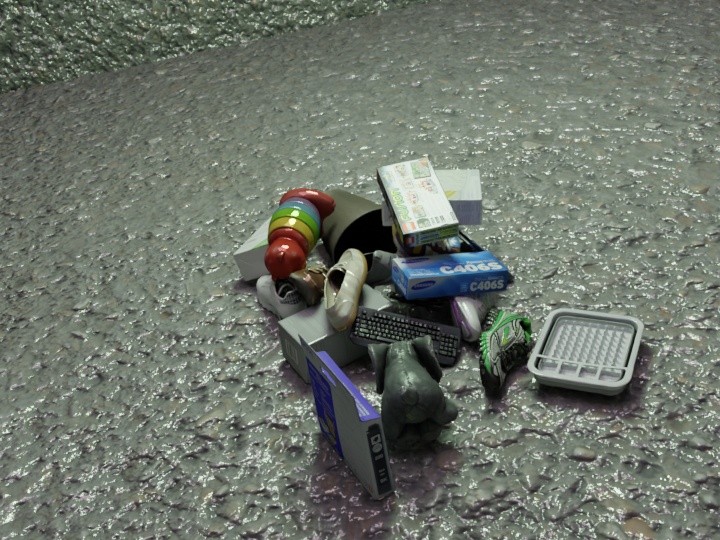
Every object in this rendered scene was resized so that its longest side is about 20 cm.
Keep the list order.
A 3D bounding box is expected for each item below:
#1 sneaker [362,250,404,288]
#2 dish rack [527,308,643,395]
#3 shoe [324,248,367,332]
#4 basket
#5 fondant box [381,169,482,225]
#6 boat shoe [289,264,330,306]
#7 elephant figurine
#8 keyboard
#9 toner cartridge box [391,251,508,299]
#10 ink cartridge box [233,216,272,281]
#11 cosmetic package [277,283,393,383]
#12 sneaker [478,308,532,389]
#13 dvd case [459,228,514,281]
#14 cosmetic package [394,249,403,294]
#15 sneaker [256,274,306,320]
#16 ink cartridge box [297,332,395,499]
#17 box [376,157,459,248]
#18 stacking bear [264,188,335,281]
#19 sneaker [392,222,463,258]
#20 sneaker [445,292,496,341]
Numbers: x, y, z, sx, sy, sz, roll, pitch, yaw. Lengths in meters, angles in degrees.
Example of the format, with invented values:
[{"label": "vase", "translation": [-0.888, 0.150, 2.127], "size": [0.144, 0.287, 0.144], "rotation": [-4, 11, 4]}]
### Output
[{"label": "sneaker", "translation": [0.000, 0.000, 1.766], "size": [0.198, 0.081, 0.076], "rotation": [-28, 44, 44]}, {"label": "dish rack", "translation": [0.384, 0.142, 1.542], "size": [0.168, 0.044, 0.201], "rotation": [6, 34, 24]}, {"label": "shoe", "translation": [-0.030, 0.022, 1.643], "size": [0.069, 0.053, 0.202], "rotation": [-33, 30, 29]}, {"label": "basket", "translation": [-0.017, -0.091, 1.945], "size": [0.178, 0.138, 0.200], "rotation": [-31, 31, -10]}, {"label": "fondant box", "translation": [0.143, -0.146, 1.815], "size": [0.195, 0.059, 0.145], "rotation": [-1, 29, 5]}, {"label": "boat shoe", "translation": [-0.086, 0.018, 1.733], "size": [0.071, 0.076, 0.200], "rotation": [-39, 0, -1]}, {"label": "elephant figurine", "translation": [0.068, 0.164, 1.457], "size": [0.139, 0.156, 0.203], "rotation": [15, 45, -29]}, {"label": "keyboard", "translation": [0.084, 0.093, 1.623], "size": [0.195, 0.021, 0.129], "rotation": [13, 57, -4]}, {"label": "toner cartridge box", "translation": [0.164, 0.008, 1.676], "size": [0.195, 0.044, 0.095], "rotation": [-5, 23, -16]}, {"label": "ink cartridge box", "translation": [-0.176, -0.064, 1.964], "size": [0.115, 0.068, 0.201], "rotation": [-16, 21, 30]}, {"label": "cosmetic package", "translation": [-0.041, 0.110, 1.668], "size": [0.197, 0.092, 0.107], "rotation": [-21, 34, -24]}, {"label": "sneaker", "translation": [0.250, 0.130, 1.562], "size": [0.083, 0.080, 0.201], "rotation": [4, 33, 19]}, {"label": "dvd case", "translation": [0.216, -0.061, 1.836], "size": [0.016, 0.148, 0.200], "rotation": [-48, 35, 5]}, {"label": "cosmetic package", "translation": [0.113, -0.032, 1.858], "size": [0.049, 0.084, 0.201], "rotation": [3, 33, 18]}, {"label": "sneaker", "translation": [-0.158, 0.041, 1.812], "size": [0.075, 0.082, 0.199], "rotation": [-25, 30, -19]}, {"label": "ink cartridge box", "translation": [-0.022, 0.212, 1.380], "size": [0.043, 0.204, 0.198], "rotation": [-23, 34, -18]}, {"label": "box", "translation": [0.105, -0.131, 1.714], "size": [0.107, 0.035, 0.202], "rotation": [-12, 45, -7]}, {"label": "stacking bear", "translation": [-0.134, -0.062, 1.803], "size": [0.112, 0.122, 0.202], "rotation": [24, 40, -6]}, {"label": "sneaker", "translation": [0.142, -0.051, 1.753], "size": [0.089, 0.199, 0.076], "rotation": [-24, 51, 31]}, {"label": "sneaker", "translation": [0.211, 0.056, 1.694], "size": [0.097, 0.076, 0.201], "rotation": [-9, 31, 1]}]
